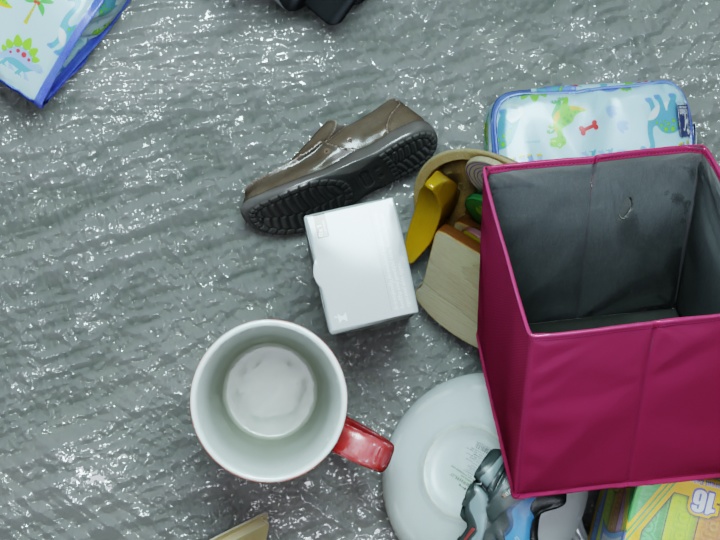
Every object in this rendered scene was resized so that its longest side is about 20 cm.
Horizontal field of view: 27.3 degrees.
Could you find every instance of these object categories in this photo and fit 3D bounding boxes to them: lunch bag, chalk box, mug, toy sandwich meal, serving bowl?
[{"bbox_3d":[0.220,-0.096,1.415,0.198,0.082,0.162,-2,91,-2],"label":"lunch bag"},{"bbox_3d":[0.267,0.275,1.311,0.123,0.124,0.202,14,86,-3],"label":"chalk box"},{"bbox_3d":[-0.070,0.130,1.329,0.133,0.200,0.178,-35,91,-4],"label":"mug"},{"bbox_3d":[0.114,-0.018,1.354,0.205,0.205,0.070,44,56,-1],"label":"toy sandwich meal"},{"bbox_3d":[0.107,0.188,1.363,0.198,0.066,0.202,-6,73,19],"label":"serving bowl"},{"bbox_3d":[-0.306,-0.274,1.369,0.169,0.127,0.201,33,77,-2],"label":"lunch bag"}]

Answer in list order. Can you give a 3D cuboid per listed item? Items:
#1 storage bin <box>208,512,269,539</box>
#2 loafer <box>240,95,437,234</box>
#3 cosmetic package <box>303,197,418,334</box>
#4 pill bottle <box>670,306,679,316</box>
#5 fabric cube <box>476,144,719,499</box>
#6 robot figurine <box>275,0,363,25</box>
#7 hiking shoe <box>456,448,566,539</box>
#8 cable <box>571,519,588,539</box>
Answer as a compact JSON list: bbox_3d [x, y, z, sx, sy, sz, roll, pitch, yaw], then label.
[{"bbox_3d":[-0.078,0.330,1.289,0.199,0.198,0.094,36,122,26],"label":"storage bin"},{"bbox_3d":[-0.025,-0.100,1.415,0.199,0.073,0.071,-24,55,-3],"label":"loafer"},{"bbox_3d":[0.000,0.000,1.337,0.089,0.200,0.108,-13,89,-3],"label":"cosmetic package"},{"bbox_3d":[0.366,-0.016,1.403,0.111,0.111,0.201,32,87,-2],"label":"pill bottle"},{"bbox_3d":[0.207,0.042,1.215,0.198,0.200,0.197,-6,43,-4],"label":"fabric cube"},{"bbox_3d":[-0.068,-0.326,1.383,0.200,0.150,0.125,43,102,-1],"label":"robot figurine"},{"bbox_3d":[0.115,0.259,1.282,0.086,0.074,0.202,21,102,13],"label":"hiking shoe"},{"bbox_3d":[0.245,0.230,1.409,0.199,0.069,0.201,21,86,-3],"label":"cable"}]
